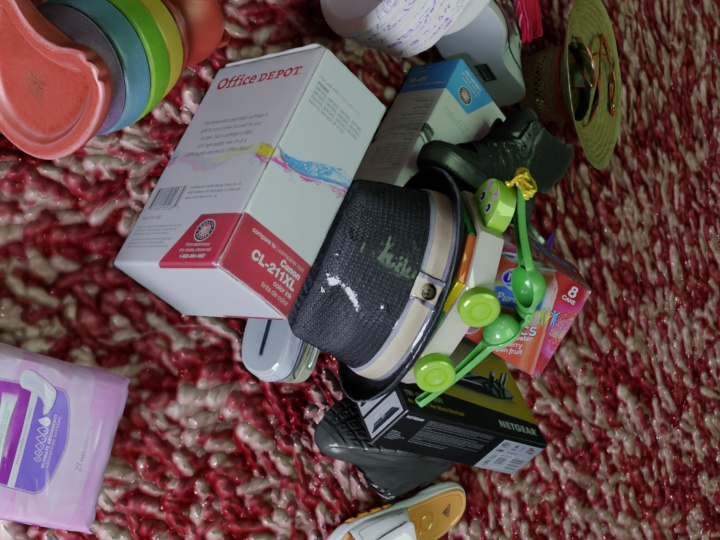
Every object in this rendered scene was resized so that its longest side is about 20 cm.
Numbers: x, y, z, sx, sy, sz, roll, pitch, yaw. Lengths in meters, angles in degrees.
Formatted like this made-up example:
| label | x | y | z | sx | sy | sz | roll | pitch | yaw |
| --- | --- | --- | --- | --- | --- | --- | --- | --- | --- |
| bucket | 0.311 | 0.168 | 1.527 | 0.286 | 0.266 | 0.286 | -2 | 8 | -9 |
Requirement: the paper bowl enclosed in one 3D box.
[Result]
| label | x | y | z | sx | sy | sz | roll | pitch | yaw |
| --- | --- | --- | --- | --- | --- | --- | --- | --- | --- |
| paper bowl | 0.055 | -0.284 | 1.027 | 0.104 | 0.200 | 0.201 | 14 | 81 | -30 |

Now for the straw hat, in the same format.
| label | x | y | z | sx | sy | sz | roll | pitch | yaw |
| --- | --- | --- | --- | --- | --- | --- | --- | --- | --- |
| straw hat | 0.212 | -0.199 | 1.270 | 0.201 | 0.085 | 0.202 | 7 | 82 | -62 |

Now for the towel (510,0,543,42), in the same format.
| label | x | y | z | sx | sy | sz | roll | pitch | yaw |
| --- | --- | --- | --- | --- | --- | --- | --- | --- | --- |
| towel | 0.126 | -0.328 | 1.119 | 0.145 | 0.022 | 0.200 | 65 | 6 | -63 |

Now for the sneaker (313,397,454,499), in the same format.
| label | x | y | z | sx | sy | sz | roll | pitch | yaw |
| --- | --- | --- | --- | --- | --- | --- | --- | --- | --- |
| sneaker | 0.026 | 0.172 | 1.100 | 0.200 | 0.076 | 0.091 | 15 | 118 | -46 |

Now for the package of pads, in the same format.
| label | x | y | z | sx | sy | sz | roll | pitch | yaw |
| --- | --- | --- | --- | --- | --- | --- | --- | --- | --- |
| package of pads | -0.265 | 0.109 | 0.829 | 0.200 | 0.076 | 0.121 | 22 | 73 | -42 |

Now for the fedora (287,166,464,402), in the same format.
| label | x | y | z | sx | sy | sz | roll | pitch | yaw |
| --- | --- | --- | --- | --- | --- | --- | --- | --- | --- |
| fedora | 0.000 | 0.000 | 0.953 | 0.091 | 0.200 | 0.201 | 21 | 76 | -21 |

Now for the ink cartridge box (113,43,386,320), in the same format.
| label | x | y | z | sx | sy | sz | roll | pitch | yaw |
| --- | --- | --- | --- | --- | --- | --- | --- | --- | --- |
| ink cartridge box | -0.086 | -0.068 | 0.944 | 0.083 | 0.146 | 0.200 | 40 | 65 | -34 |

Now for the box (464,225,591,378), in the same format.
| label | x | y | z | sx | sy | sz | roll | pitch | yaw |
| --- | --- | --- | --- | --- | --- | --- | --- | --- | --- |
| box | 0.144 | 0.020 | 1.116 | 0.100 | 0.200 | 0.096 | 31 | 99 | 2 |

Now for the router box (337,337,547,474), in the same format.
| label | x | y | z | sx | sy | sz | roll | pitch | yaw |
| --- | --- | --- | --- | --- | --- | --- | --- | --- | --- |
| router box | 0.067 | 0.099 | 1.101 | 0.200 | 0.052 | 0.158 | 19 | 36 | -43 |

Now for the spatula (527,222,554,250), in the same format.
| label | x | y | z | sx | sy | sz | roll | pitch | yaw |
| --- | --- | --- | --- | --- | --- | --- | --- | --- | --- |
| spatula | 0.176 | -0.052 | 1.244 | 0.057 | 0.021 | 0.200 | -56 | 142 | -28 |

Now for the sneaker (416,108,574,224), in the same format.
| label | x | y | z | sx | sy | sz | roll | pitch | yaw |
| --- | --- | --- | --- | --- | --- | --- | --- | --- | --- |
| sneaker | 0.130 | -0.110 | 1.113 | 0.200 | 0.060 | 0.105 | 27 | 81 | -48 |

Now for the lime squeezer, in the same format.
| label | x | y | z | sx | sy | sz | roll | pitch | yaw |
| --- | --- | --- | --- | --- | --- | --- | --- | --- | --- |
| lime squeezer | 0.116 | 0.032 | 0.987 | 0.071 | 0.038 | 0.200 | 15 | 104 | -46 |

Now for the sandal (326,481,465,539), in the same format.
| label | x | y | z | sx | sy | sz | roll | pitch | yaw |
| --- | --- | --- | --- | --- | --- | --- | --- | --- | --- |
| sandal | 0.042 | 0.259 | 1.122 | 0.206 | 0.059 | 0.079 | -22 | 122 | -38 |

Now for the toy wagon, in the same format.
| label | x | y | z | sx | sy | sz | roll | pitch | yaw |
| --- | --- | --- | --- | --- | --- | --- | --- | --- | --- |
| toy wagon | 0.073 | -0.004 | 0.965 | 0.039 | 0.155 | 0.200 | 20 | 119 | -21 |

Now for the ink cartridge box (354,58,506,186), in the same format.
| label | x | y | z | sx | sy | sz | roll | pitch | yaw |
| --- | --- | --- | --- | --- | --- | --- | --- | --- | --- |
| ink cartridge box | 0.063 | -0.088 | 1.141 | 0.116 | 0.068 | 0.200 | 46 | 60 | -35 |

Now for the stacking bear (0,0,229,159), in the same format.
| label | x | y | z | sx | sy | sz | roll | pitch | yaw |
| --- | --- | --- | --- | --- | --- | --- | --- | --- | --- |
| stacking bear | -0.177 | -0.169 | 0.885 | 0.121 | 0.114 | 0.200 | 39 | 42 | 10 |

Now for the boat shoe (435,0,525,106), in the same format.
| label | x | y | z | sx | sy | sz | roll | pitch | yaw |
| --- | --- | --- | --- | --- | --- | --- | --- | --- | --- |
| boat shoe | 0.122 | -0.234 | 1.168 | 0.200 | 0.072 | 0.066 | 38 | 49 | -58 |

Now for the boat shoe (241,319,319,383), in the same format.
| label | x | y | z | sx | sy | sz | roll | pitch | yaw |
| --- | --- | --- | --- | --- | --- | --- | --- | --- | --- |
| boat shoe | -0.050 | 0.003 | 1.047 | 0.062 | 0.072 | 0.201 | 28 | 79 | -59 |
